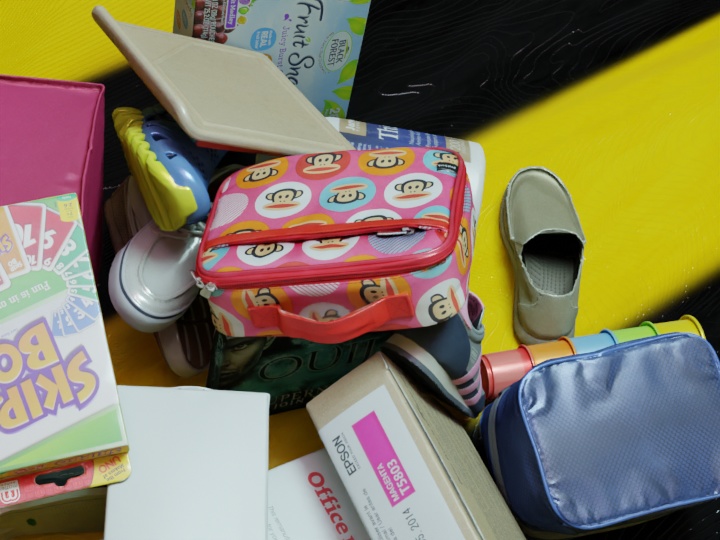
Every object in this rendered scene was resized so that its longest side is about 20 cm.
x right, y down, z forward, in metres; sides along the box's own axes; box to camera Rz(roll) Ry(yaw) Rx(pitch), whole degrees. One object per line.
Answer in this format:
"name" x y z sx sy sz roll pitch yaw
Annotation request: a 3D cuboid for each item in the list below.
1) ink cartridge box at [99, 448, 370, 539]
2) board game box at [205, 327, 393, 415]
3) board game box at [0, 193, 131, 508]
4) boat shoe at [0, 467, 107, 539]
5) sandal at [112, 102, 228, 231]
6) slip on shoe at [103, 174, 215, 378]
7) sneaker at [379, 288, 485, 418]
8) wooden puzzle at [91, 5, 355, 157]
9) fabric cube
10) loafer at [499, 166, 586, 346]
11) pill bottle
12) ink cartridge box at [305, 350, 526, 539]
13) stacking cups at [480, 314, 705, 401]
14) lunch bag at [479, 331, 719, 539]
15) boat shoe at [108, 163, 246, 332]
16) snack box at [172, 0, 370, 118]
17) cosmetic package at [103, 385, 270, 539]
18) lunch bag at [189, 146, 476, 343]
"ink cartridge box" -0.080 0.238 1.030 0.199 0.084 0.145 -19 59 -24
"board game box" -0.024 0.062 1.144 0.199 0.136 0.028 -12 57 -19
"board game box" -0.217 0.051 0.950 0.095 0.030 0.201 -11 74 -12
"boat shoe" -0.226 0.159 1.066 0.199 0.072 0.068 -2 58 -11
"sandal" -0.144 -0.096 1.140 0.087 0.080 0.200 -18 29 -9
"slip on shoe" -0.175 0.007 1.206 0.060 0.076 0.201 -27 64 17
"sneaker" 0.077 0.062 1.124 0.070 0.200 0.082 31 84 18
"wooden puzzle" -0.108 -0.140 1.162 0.199 0.037 0.185 12 28 -43
"fabric cube" -0.306 -0.020 1.106 0.195 0.200 0.201 6 52 -6
"loafer" 0.171 -0.023 1.293 0.075 0.068 0.201 4 52 -9
"pill bottle" 0.004 -0.075 1.270 0.199 0.111 0.111 9 52 -5
"ink cartridge box" 0.058 0.179 1.043 0.075 0.165 0.200 -34 55 9
"stacking cups" 0.197 0.080 1.235 0.199 0.061 0.061 -7 55 -11
"lunch bag" 0.202 0.135 1.137 0.199 0.132 0.137 -9 76 -16
"boat shoe" -0.135 -0.026 1.152 0.071 0.070 0.200 44 35 -7
"snack box" -0.084 -0.217 1.303 0.168 0.200 0.068 -10 56 -19
"cosmetic package" -0.119 0.181 0.961 0.112 0.081 0.201 5 51 -8
"lunch bag" -0.018 -0.012 1.041 0.199 0.082 0.177 -5 37 13
